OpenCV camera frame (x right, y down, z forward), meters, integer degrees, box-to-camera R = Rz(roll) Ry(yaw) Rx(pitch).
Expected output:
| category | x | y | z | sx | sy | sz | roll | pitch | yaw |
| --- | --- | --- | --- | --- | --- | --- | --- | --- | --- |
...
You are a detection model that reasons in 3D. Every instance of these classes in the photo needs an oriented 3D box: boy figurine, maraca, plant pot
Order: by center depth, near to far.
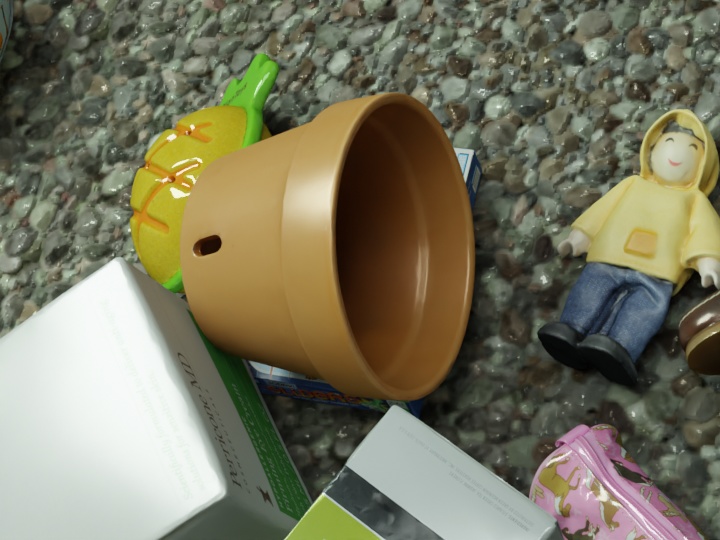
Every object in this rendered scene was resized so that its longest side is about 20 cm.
| category | x | y | z | sx | sy | sz | roll | pitch | yaw |
| --- | --- | --- | --- | --- | --- | --- | --- | --- | --- |
| plant pot | -0.028 | -0.012 | 1.350 | 0.139 | 0.200 | 0.201 | -4 | 62 | 29 |
| boy figurine | 0.202 | -0.020 | 1.395 | 0.124 | 0.064 | 0.201 | 20 | 73 | 33 |
| maraca | -0.107 | -0.070 | 1.479 | 0.137 | 0.107 | 0.201 | -32 | 35 | 51 |

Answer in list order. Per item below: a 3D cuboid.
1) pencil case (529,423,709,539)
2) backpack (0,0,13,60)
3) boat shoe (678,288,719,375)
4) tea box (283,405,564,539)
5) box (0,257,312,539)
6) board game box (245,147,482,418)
| category | x | y | z | sx | sy | sz | roll | pitch | yaw |
| --- | --- | --- | --- | --- | --- | --- | --- | --- | --- |
| pencil case | 0.187 | 0.183 | 1.264 | 0.200 | 0.082 | 0.087 | 45 | 115 | 41 |
| backpack | -0.358 | -0.199 | 1.571 | 0.153 | 0.191 | 0.201 | 19 | 74 | 17 |
| boat shoe | 0.303 | 0.009 | 1.352 | 0.199 | 0.071 | 0.071 | -18 | 56 | -2 |
| tea box | 0.029 | 0.225 | 1.241 | 0.133 | 0.200 | 0.197 | 35 | 78 | 27 |
| box | -0.162 | 0.142 | 1.335 | 0.199 | 0.171 | 0.200 | -34 | 59 | 11 |
| board game box | 0.000 | 0.000 | 1.457 | 0.134 | 0.035 | 0.201 | 7 | 67 | 19 |
